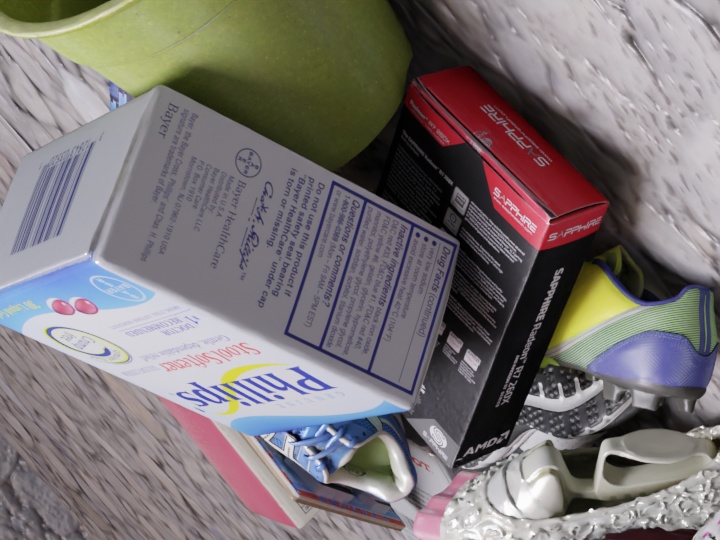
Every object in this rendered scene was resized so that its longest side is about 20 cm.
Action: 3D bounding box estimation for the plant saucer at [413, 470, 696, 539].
[{"bbox_3d":[0.136,0.167,1.296,0.199,0.051,0.201,8,174,1],"label":"plant saucer"}]

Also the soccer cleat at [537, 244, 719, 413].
[{"bbox_3d":[0.129,0.023,1.131,0.064,0.084,0.200,7,-173,-38],"label":"soccer cleat"}]

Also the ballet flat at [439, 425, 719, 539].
[{"bbox_3d":[0.140,0.124,1.177,0.072,0.199,0.072,-10,-90,-78],"label":"ballet flat"}]

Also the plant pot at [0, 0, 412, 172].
[{"bbox_3d":[-0.069,-0.147,1.055,0.200,0.200,0.190,23,163,49],"label":"plant pot"}]

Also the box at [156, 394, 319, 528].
[{"bbox_3d":[-0.084,0.092,1.608,0.200,0.128,0.109,53,160,-18],"label":"box"}]

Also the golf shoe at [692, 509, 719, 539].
[{"bbox_3d":[0.230,0.151,1.079,0.073,0.092,0.200,58,150,25],"label":"golf shoe"}]

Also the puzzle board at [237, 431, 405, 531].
[{"bbox_3d":[-0.046,0.114,1.381,0.151,0.017,0.200,49,-172,25],"label":"puzzle board"}]

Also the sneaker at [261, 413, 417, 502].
[{"bbox_3d":[-0.031,0.086,1.271,0.200,0.076,0.077,31,-163,-37],"label":"sneaker"}]

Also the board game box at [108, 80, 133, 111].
[{"bbox_3d":[-0.092,-0.067,1.264,0.200,0.062,0.201,33,127,35],"label":"board game box"}]

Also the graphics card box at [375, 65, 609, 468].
[{"bbox_3d":[0.057,0.000,1.108,0.126,0.051,0.201,47,138,30],"label":"graphics card box"}]

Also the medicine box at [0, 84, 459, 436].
[{"bbox_3d":[-0.082,0.003,1.075,0.199,0.103,0.182,27,158,-25],"label":"medicine box"}]

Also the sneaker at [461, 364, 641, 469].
[{"bbox_3d":[0.132,0.079,1.247,0.200,0.080,0.074,-28,63,59],"label":"sneaker"}]

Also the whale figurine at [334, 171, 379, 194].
[{"bbox_3d":[0.000,0.000,1.283,0.200,0.104,0.159,39,160,15],"label":"whale figurine"}]

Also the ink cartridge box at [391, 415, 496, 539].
[{"bbox_3d":[0.072,0.149,1.463,0.146,0.083,0.200,25,152,48],"label":"ink cartridge box"}]
